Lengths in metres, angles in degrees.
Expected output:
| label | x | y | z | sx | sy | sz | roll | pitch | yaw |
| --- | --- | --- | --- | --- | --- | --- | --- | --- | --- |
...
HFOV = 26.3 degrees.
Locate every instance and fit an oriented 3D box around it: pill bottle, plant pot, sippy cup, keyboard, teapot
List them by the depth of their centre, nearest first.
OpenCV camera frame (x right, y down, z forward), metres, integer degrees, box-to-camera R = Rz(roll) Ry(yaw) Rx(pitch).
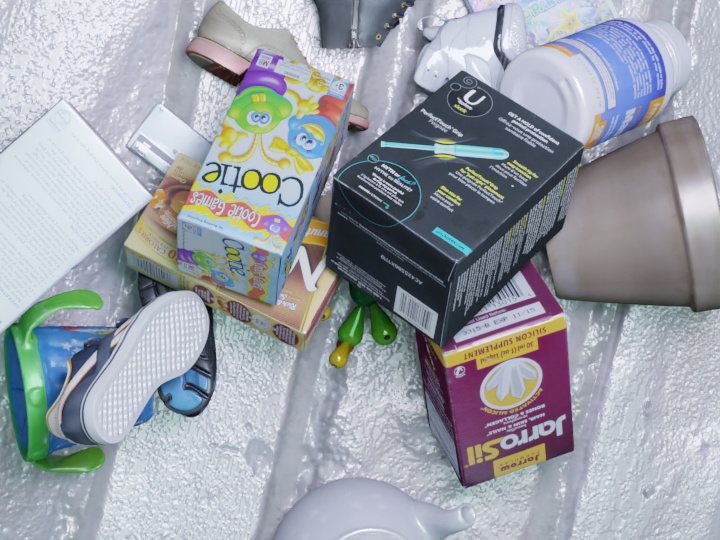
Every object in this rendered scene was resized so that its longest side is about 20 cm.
| label | x | y | z | sx | sy | sz | roll | pitch | yaw |
| --- | --- | --- | --- | --- | --- | --- | --- | --- | --- |
| sippy cup | -0.274 | 0.111 | 1.514 | 0.130 | 0.178 | 0.140 | -8 | 68 | -20 |
| pill bottle | 0.240 | -0.187 | 1.529 | 0.200 | 0.112 | 0.113 | -24 | 100 | -39 |
| teapot | -0.002 | 0.313 | 1.566 | 0.196 | 0.146 | 0.201 | 8 | 95 | -10 |
| plant pot | 0.274 | -0.044 | 1.575 | 0.173 | 0.200 | 0.201 | -11 | 97 | 9 |
| keyboard | -0.144 | -0.088 | 1.575 | 0.200 | 0.011 | 0.056 | 38 | 83 | -11 |

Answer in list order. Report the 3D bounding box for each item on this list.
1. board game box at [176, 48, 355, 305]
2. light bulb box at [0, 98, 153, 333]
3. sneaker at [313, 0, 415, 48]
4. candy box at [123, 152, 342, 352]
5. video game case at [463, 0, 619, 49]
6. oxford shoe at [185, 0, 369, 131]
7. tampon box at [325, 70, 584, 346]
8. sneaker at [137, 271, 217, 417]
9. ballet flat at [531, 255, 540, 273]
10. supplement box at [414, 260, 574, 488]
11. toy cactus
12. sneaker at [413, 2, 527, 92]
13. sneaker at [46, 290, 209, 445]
| label | x | y | z | sx | sy | sz | roll | pitch | yaw |
| --- | --- | --- | --- | --- | --- | --- | --- | --- | --- |
| board game box | -0.089 | -0.089 | 1.453 | 0.103 | 0.105 | 0.201 | 19 | 62 | 4 |
| light bulb box | -0.310 | -0.050 | 1.452 | 0.200 | 0.198 | 0.125 | -42 | 99 | -3 |
| sneaker | 0.047 | -0.286 | 1.563 | 0.199 | 0.075 | 0.107 | -8 | 101 | 0 |
| candy box | -0.117 | -0.018 | 1.506 | 0.199 | 0.055 | 0.116 | 26 | 68 | 5 |
| video game case | 0.208 | -0.236 | 1.617 | 0.143 | 0.018 | 0.201 | -28 | 99 | -6 |
| oxford shoe | -0.072 | -0.204 | 1.547 | 0.199 | 0.071 | 0.074 | 27 | 80 | -15 |
| tampon box | 0.087 | -0.062 | 1.450 | 0.150 | 0.127 | 0.200 | 35 | 55 | 21 |
| sneaker | -0.183 | 0.050 | 1.553 | 0.073 | 0.082 | 0.201 | -3 | 77 | 0 |
| ballet flat | 0.138 | -0.033 | 1.602 | 0.200 | 0.068 | 0.067 | 45 | 64 | -12 |
| supplement box | 0.134 | 0.103 | 1.548 | 0.130 | 0.103 | 0.201 | -19 | 132 | -8 |
| toy cactus | 0.000 | 0.000 | 1.578 | 0.199 | 0.102 | 0.166 | -25 | 80 | -4 |
| sneaker | 0.113 | -0.171 | 1.575 | 0.114 | 0.075 | 0.201 | -1 | 97 | 4 |
| sneaker | -0.220 | 0.086 | 1.439 | 0.079 | 0.200 | 0.079 | -7 | 118 | 34 |
